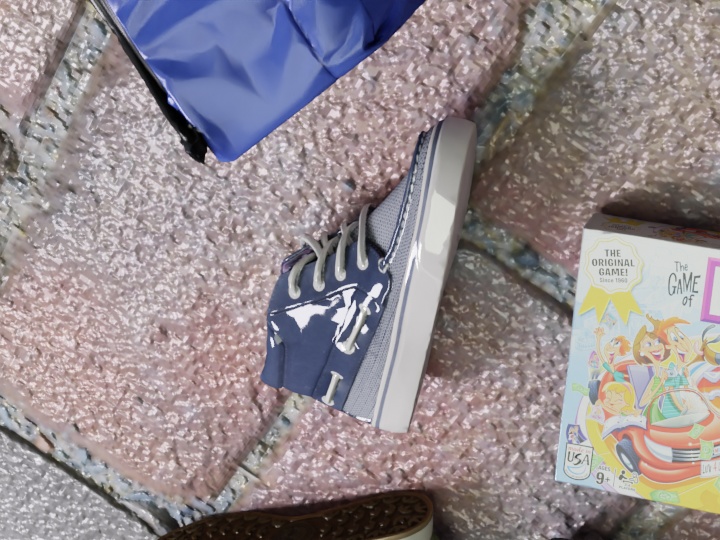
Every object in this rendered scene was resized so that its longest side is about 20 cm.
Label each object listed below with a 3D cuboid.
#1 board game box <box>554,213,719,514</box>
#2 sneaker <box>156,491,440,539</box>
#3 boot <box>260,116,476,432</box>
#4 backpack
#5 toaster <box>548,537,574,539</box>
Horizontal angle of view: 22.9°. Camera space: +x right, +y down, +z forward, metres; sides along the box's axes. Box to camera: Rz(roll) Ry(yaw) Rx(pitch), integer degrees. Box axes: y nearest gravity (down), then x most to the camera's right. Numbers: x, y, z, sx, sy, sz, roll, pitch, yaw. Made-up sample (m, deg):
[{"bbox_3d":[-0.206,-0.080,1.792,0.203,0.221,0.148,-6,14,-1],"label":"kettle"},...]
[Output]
[{"bbox_3d":[0.201,0.055,0.868,0.198,0.034,0.136,9,107,17],"label":"board game box"},{"bbox_3d":[-0.034,0.195,1.068,0.198,0.067,0.091,-12,113,26],"label":"sneaker"},{"bbox_3d":[0.000,0.000,0.913,0.089,0.073,0.201,16,129,5],"label":"boot"},{"bbox_3d":[-0.050,-0.180,0.760,0.167,0.163,0.201,-36,97,15],"label":"backpack"},{"bbox_3d":[0.143,0.241,1.002,0.128,0.114,0.202,16,124,6],"label":"toaster"}]
